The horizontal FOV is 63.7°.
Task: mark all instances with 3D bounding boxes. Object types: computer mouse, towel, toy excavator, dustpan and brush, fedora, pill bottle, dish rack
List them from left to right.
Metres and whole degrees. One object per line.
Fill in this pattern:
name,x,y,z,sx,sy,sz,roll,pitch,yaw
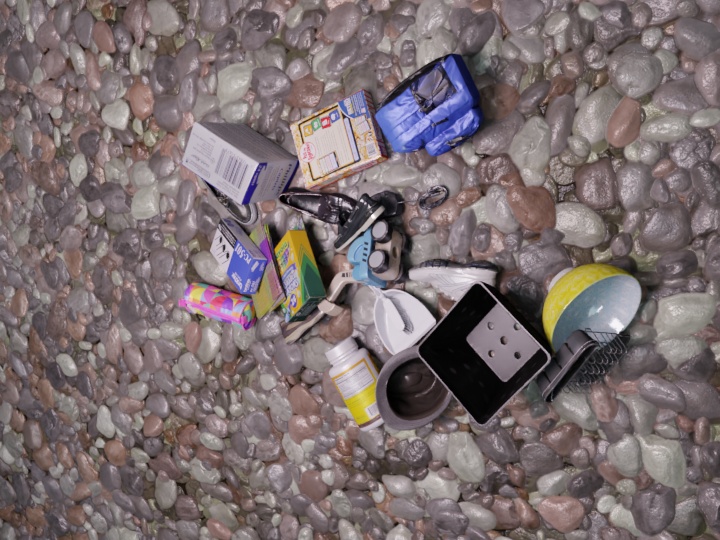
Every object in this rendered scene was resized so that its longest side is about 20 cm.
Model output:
towel,-0.234,0.004,1.387,0.143,0.022,0.205,-42,59,47
pill bottle,-0.002,0.261,1.353,0.108,0.109,0.203,-31,87,24
toy excavator,0.000,0.000,1.290,0.196,0.099,0.200,-5,70,38
dustpan and brush,0.064,0.077,1.314,0.140,0.057,0.202,-45,63,26
computer mouse,0.099,-0.150,1.279,0.194,0.034,0.061,-8,81,19
fedora,0.111,0.250,1.287,0.196,0.090,0.181,-23,101,-14
dish rack,0.440,0.181,1.113,0.156,0.195,0.055,-62,38,30

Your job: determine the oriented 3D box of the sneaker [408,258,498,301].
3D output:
sneaker,0.196,0.024,1.247,0.194,0.074,0.090,5,107,22

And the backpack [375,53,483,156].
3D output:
backpack,0.136,-0.313,1.157,0.197,0.162,0.171,-27,93,23

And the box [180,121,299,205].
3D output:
box,-0.267,-0.246,1.315,0.182,0.199,0.107,34,112,13

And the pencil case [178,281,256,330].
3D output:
pencil case,-0.361,0.091,1.485,0.195,0.088,0.091,12,105,19

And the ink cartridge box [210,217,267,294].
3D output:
ink cartridge box,-0.298,-0.038,1.405,0.200,0.043,0.096,43,118,42

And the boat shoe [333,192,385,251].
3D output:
boat shoe,-0.019,-0.107,1.275,0.066,0.075,0.199,47,150,-4

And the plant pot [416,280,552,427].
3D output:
plant pot,0.268,0.155,1.172,0.201,0.176,0.201,48,114,21

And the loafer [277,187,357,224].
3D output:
loafer,-0.100,-0.148,1.340,0.195,0.063,0.074,14,105,20

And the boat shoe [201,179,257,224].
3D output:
boat shoe,-0.335,-0.192,1.432,0.069,0.056,0.201,-43,82,23

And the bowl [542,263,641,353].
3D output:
bowl,0.426,0.058,1.124,0.202,0.197,0.109,-55,37,21

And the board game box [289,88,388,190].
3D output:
board game box,-0.051,-0.287,1.290,0.196,0.046,0.156,-18,84,24

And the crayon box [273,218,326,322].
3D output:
crayon box,-0.154,0.000,1.337,0.126,0.050,0.204,-44,57,46

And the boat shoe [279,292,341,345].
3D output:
boat shoe,-0.129,0.100,1.394,0.199,0.074,0.074,-41,84,22
